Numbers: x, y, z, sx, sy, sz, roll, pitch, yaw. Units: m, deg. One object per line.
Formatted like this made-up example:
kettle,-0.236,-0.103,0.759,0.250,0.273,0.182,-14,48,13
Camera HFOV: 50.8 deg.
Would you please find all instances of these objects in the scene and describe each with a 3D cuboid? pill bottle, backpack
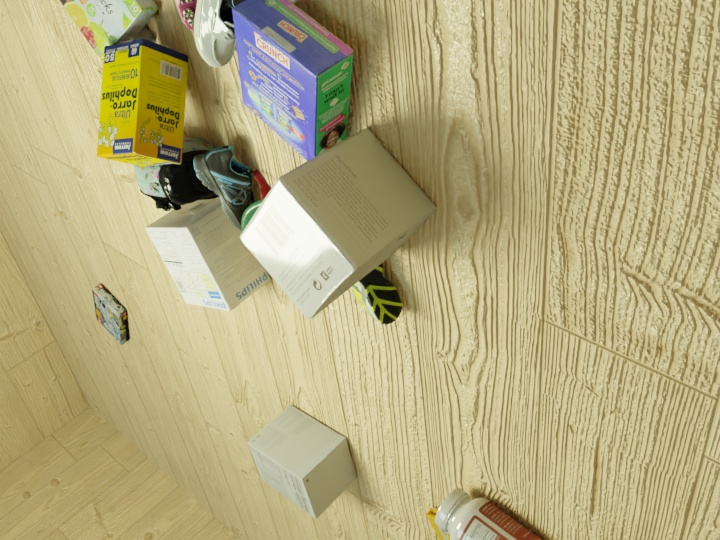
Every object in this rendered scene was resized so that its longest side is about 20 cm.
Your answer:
pill bottle,0.243,0.505,1.435,0.200,0.112,0.112,32,143,31
backpack,-0.363,-0.199,1.502,0.200,0.167,0.127,19,116,46

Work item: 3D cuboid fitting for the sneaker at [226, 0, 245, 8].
sneaker,-0.162,-0.415,1.012,0.070,0.078,0.200,49,149,4

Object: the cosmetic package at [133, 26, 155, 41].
cosmetic package,-0.477,-0.481,1.447,0.200,0.051,0.083,49,147,5

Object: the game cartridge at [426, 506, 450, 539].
game cartridge,0.242,0.606,1.613,0.176,0.032,0.200,-1,119,53

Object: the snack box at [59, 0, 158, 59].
snack box,-0.470,-0.504,1.360,0.142,0.053,0.200,-35,91,31

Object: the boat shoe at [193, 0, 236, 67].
boat shoe,-0.210,-0.392,1.172,0.071,0.070,0.201,42,144,24

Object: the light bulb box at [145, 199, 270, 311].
light bulb box,-0.327,-0.036,1.623,0.198,0.125,0.200,5,126,49

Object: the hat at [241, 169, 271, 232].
hat,-0.106,-0.111,1.331,0.200,0.176,0.166,37,134,-12

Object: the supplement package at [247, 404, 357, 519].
supplement package,-0.140,0.462,1.848,0.200,0.152,0.151,22,138,39

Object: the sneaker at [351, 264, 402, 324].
sneaker,0.000,0.000,1.288,0.076,0.075,0.201,10,124,60

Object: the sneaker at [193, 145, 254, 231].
sneaker,-0.230,-0.149,1.432,0.200,0.082,0.073,55,-165,-42

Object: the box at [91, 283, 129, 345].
box,-0.834,0.149,2.541,0.137,0.040,0.200,42,147,15

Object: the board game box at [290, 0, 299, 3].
board game box,-0.096,-0.467,0.984,0.126,0.035,0.200,46,148,9

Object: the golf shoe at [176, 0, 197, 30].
golf shoe,-0.262,-0.472,1.176,0.092,0.075,0.200,60,157,31

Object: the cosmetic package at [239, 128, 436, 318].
cosmetic package,-0.033,-0.071,1.121,0.166,0.200,0.167,49,141,4

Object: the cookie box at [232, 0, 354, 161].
cookie box,-0.098,-0.278,1.108,0.171,0.075,0.200,42,157,16

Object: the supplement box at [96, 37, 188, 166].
supplement box,-0.389,-0.295,1.357,0.109,0.109,0.201,2,88,35
